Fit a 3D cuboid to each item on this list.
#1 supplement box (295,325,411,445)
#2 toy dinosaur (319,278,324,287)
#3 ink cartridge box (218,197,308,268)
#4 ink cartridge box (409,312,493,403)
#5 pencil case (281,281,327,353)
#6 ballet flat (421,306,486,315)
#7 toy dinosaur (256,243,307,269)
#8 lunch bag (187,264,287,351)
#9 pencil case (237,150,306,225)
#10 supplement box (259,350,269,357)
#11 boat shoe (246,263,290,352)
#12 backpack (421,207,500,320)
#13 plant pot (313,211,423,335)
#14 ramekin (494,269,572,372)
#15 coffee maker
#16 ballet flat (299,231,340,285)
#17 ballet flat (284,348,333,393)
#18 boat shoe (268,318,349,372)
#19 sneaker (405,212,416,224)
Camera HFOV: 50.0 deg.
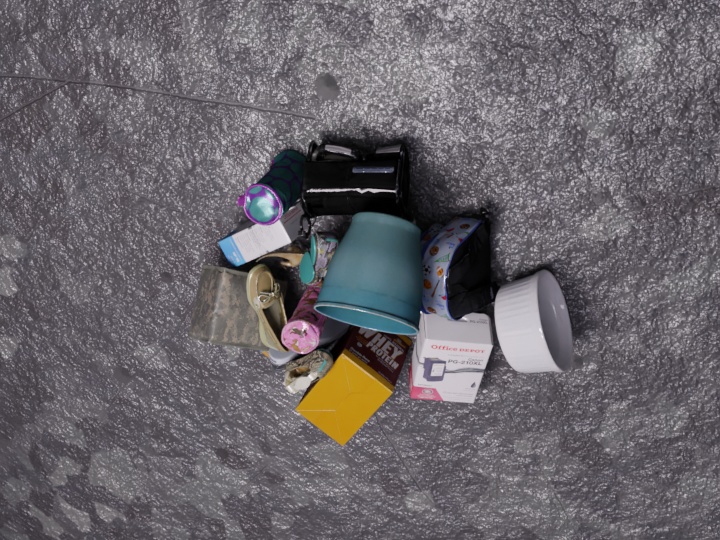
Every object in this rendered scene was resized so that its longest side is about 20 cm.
[{"bbox_3d":[-0.011,0.228,1.689,0.132,0.200,0.198,37,120,-4],"label":"supplement box"},{"bbox_3d":[0.000,0.000,1.605,0.180,0.200,0.106,-28,87,19],"label":"toy dinosaur"},{"bbox_3d":[-0.186,-0.085,1.628,0.198,0.116,0.067,-22,103,25],"label":"ink cartridge box"},{"bbox_3d":[0.188,0.184,1.631,0.142,0.085,0.202,5,134,-4],"label":"ink cartridge box"},{"bbox_3d":[-0.104,0.098,1.650,0.082,0.200,0.087,24,119,2],"label":"pencil case"},{"bbox_3d":[0.168,0.079,1.645,0.197,0.068,0.069,-9,104,9],"label":"ballet flat"},{"bbox_3d":[-0.135,-0.030,1.645,0.197,0.101,0.059,9,86,-23],"label":"toy dinosaur"},{"bbox_3d":[-0.256,0.085,1.680,0.117,0.198,0.167,6,83,49],"label":"lunch bag"},{"bbox_3d":[-0.166,-0.166,1.533,0.091,0.201,0.086,19,120,5],"label":"pencil case"},{"bbox_3d":[-0.187,0.170,1.789,0.199,0.069,0.067,38,119,-1],"label":"supplement box"},{"bbox_3d":[-0.186,0.081,1.618,0.063,0.073,0.203,20,127,40],"label":"boat shoe"},{"bbox_3d":[0.178,-0.001,1.523,0.152,0.190,0.203,3,118,31],"label":"backpack"},{"bbox_3d":[0.031,0.002,1.420,0.197,0.200,0.191,11,78,11],"label":"plant pot"},{"bbox_3d":[0.343,0.107,1.531,0.097,0.201,0.202,-13,112,30],"label":"ramekin"},{"bbox_3d":[-0.007,-0.153,1.512,0.197,0.135,0.195,4,90,14],"label":"coffee maker"},{"bbox_3d":[-0.074,-0.020,1.525,0.071,0.073,0.201,31,157,-1],"label":"ballet flat"},{"bbox_3d":[-0.121,0.217,1.604,0.068,0.076,0.200,38,149,-11],"label":"ballet flat"},{"bbox_3d":[-0.110,0.166,1.723,0.074,0.198,0.069,43,153,35],"label":"boat shoe"},{"bbox_3d":[0.033,-0.049,1.611,0.198,0.074,0.080,-17,116,23],"label":"sneaker"}]
